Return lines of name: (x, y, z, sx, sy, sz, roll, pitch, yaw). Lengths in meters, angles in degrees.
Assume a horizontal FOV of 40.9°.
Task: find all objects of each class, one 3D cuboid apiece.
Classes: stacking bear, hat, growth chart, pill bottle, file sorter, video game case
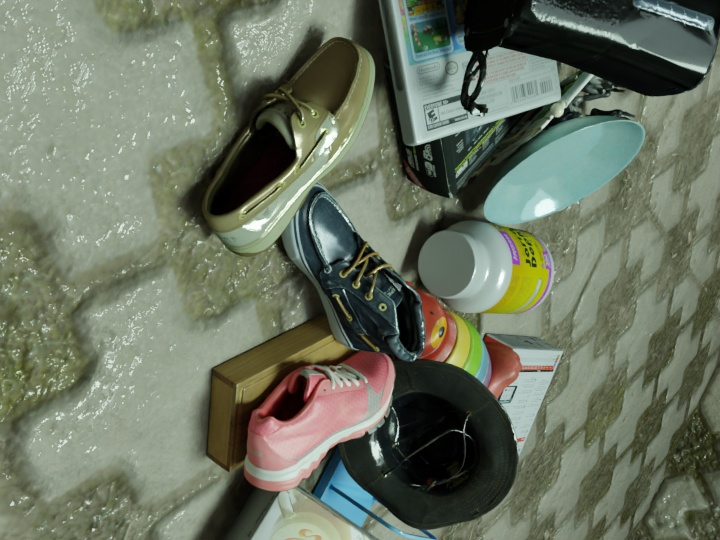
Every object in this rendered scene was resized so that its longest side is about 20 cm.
stacking bear: (0.085, 0.090, 1.101, 0.123, 0.113, 0.200, -58, 138, -14)
hat: (0.075, 0.172, 1.041, 0.081, 0.197, 0.204, -61, 166, -69)
growth chart: (0.194, -0.171, 1.049, 0.145, 0.018, 0.200, -50, -172, -32)
pill bottle: (0.146, -0.002, 1.127, 0.199, 0.103, 0.106, 4, 109, -58)
file sorter: (0.005, 0.326, 1.135, 0.203, 0.121, 0.138, -62, 149, -4)
video game case: (0.101, -0.227, 0.879, 0.198, 0.024, 0.186, -21, 106, -34)

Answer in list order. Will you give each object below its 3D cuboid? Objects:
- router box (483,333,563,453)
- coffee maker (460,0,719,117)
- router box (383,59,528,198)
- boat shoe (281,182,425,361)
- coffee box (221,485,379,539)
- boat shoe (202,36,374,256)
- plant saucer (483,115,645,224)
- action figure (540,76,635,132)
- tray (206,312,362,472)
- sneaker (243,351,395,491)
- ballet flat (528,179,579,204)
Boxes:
router box: (0.210, 0.188, 1.415, 0.199, 0.048, 0.182, 10, 104, -58)
coffee maker: (0.199, -0.218, 0.845, 0.196, 0.135, 0.195, 13, 116, -20)
router box: (0.114, -0.196, 0.979, 0.200, 0.062, 0.151, -47, 145, -26)
boat shoe: (0.000, 0.000, 0.895, 0.071, 0.090, 0.202, -52, 135, -30)
coffee box: (-0.039, 0.308, 0.992, 0.199, 0.080, 0.115, 38, 79, -16)
boat shoe: (-0.057, -0.107, 0.775, 0.202, 0.073, 0.066, -60, 154, -7)
plant saucer: (0.221, -0.121, 1.085, 0.198, 0.039, 0.202, -20, 160, -8)
action figure: (0.280, -0.190, 1.182, 0.199, 0.101, 0.121, -35, 118, -48)
tray: (-0.065, 0.111, 0.957, 0.199, 0.037, 0.100, -24, 131, -46)
sneaker: (-0.032, 0.122, 0.913, 0.199, 0.073, 0.088, -37, 136, -39)
ballet flat: (0.244, -0.104, 1.239, 0.199, 0.072, 0.074, -16, 126, -54)
